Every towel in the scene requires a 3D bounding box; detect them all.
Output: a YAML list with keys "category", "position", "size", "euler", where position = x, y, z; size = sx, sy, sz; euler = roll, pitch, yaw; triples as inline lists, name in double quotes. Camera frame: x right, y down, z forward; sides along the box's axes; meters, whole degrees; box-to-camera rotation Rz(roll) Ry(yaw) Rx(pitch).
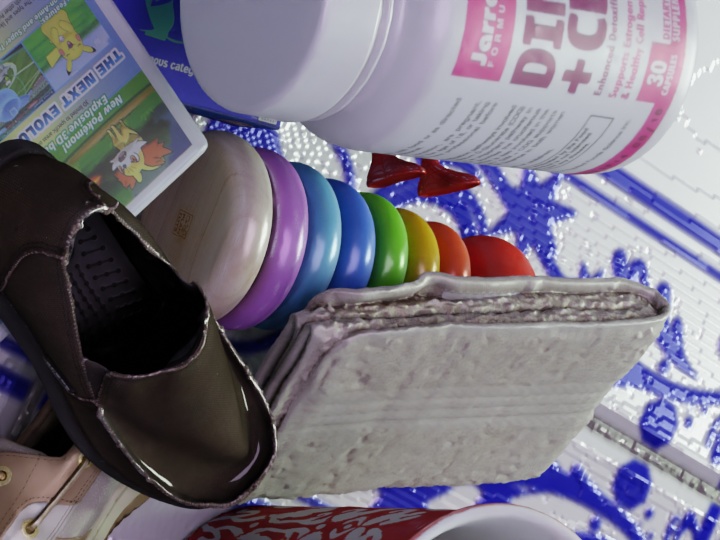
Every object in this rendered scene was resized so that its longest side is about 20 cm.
- category: "towel"
  position: [0.033, 0.054, 1.084]
  size: [0.199, 0.133, 0.035]
  euler: [0, 51, -34]

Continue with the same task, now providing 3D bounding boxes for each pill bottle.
- category: "pill bottle"
  position: [0.033, -0.102, 0.966]
  size: [0.199, 0.113, 0.114]
  euler: [3, 95, -40]

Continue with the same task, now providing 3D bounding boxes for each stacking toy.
- category: "stacking toy"
  position: [0.000, 0.000, 1.078]
  size: [0.199, 0.085, 0.086]
  euler: [15, 88, -38]

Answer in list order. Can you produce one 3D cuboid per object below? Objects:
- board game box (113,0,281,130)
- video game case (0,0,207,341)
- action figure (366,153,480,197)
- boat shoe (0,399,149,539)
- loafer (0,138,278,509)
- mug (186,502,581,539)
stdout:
- category: "board game box"
  position: [-0.086, -0.175, 1.016]
  size: [0.151, 0.045, 0.202]
  euler: [12, 88, -32]
- category: "video game case"
  position: [-0.177, -0.057, 0.917]
  size: [0.200, 0.022, 0.183]
  euler: [-44, 116, -23]
- category: "action figure"
  position: [0.027, -0.138, 1.073]
  size: [0.065, 0.051, 0.202]
  euler: [5, 77, -45]
- category: "boat shoe"
  position: [-0.140, 0.095, 1.006]
  size: [0.200, 0.074, 0.067]
  euler: [-49, 115, -28]
- category: "loafer"
  position: [-0.088, 0.035, 0.938]
  size: [0.073, 0.071, 0.200]
  euler: [-52, 132, -16]
- category: "mug"
  position: [-0.014, 0.171, 1.005]
  size: [0.177, 0.200, 0.134]
  euler: [-38, 108, -26]
